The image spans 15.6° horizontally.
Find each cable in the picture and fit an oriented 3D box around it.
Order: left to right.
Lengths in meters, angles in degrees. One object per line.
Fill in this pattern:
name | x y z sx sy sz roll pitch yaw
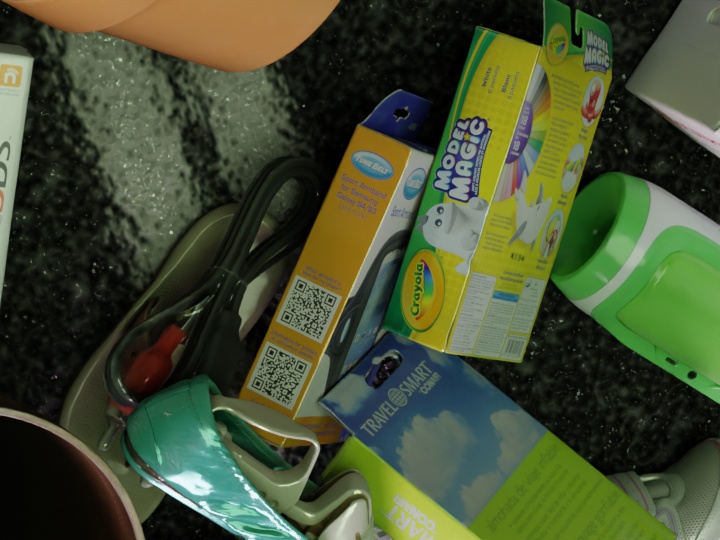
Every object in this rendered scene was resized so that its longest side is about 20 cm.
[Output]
cable | -0.087 0.019 1.426 0.097 0.050 0.201 32 67 -33

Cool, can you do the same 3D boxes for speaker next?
speaker | 0.207 0.023 1.536 0.199 0.088 0.089 31 93 -21

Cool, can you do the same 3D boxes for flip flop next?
flip flop | -0.103 0.055 1.462 0.081 0.058 0.201 33 92 -21

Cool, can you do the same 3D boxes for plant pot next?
plant pot | -0.221 0.135 1.369 0.186 0.200 0.188 -4 103 -16
plant pot | -0.086 -0.195 1.348 0.140 0.200 0.201 31 93 -37

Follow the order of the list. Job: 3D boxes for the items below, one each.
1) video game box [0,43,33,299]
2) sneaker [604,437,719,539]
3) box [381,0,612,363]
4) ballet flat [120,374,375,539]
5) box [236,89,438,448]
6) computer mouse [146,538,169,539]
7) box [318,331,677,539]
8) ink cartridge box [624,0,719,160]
video game box | -0.283 -0.039 1.392 0.199 0.047 0.183 5 99 -18
sneaker | 0.143 0.159 1.550 0.200 0.081 0.088 -38 112 -6
box | 0.081 -0.052 1.460 0.117 0.048 0.201 12 98 -65
ballet flat | -0.036 0.122 1.382 0.070 0.068 0.200 -38 121 20
box | 0.000 0.000 1.450 0.041 0.119 0.201 27 96 16
computer mouse | -0.106 0.175 1.463 0.199 0.139 0.053 -6 113 -4
box | 0.070 0.124 1.460 0.200 0.122 0.048 39 126 6
ink cartridge box | 0.266 -0.070 1.499 0.200 0.147 0.083 35 93 -20
